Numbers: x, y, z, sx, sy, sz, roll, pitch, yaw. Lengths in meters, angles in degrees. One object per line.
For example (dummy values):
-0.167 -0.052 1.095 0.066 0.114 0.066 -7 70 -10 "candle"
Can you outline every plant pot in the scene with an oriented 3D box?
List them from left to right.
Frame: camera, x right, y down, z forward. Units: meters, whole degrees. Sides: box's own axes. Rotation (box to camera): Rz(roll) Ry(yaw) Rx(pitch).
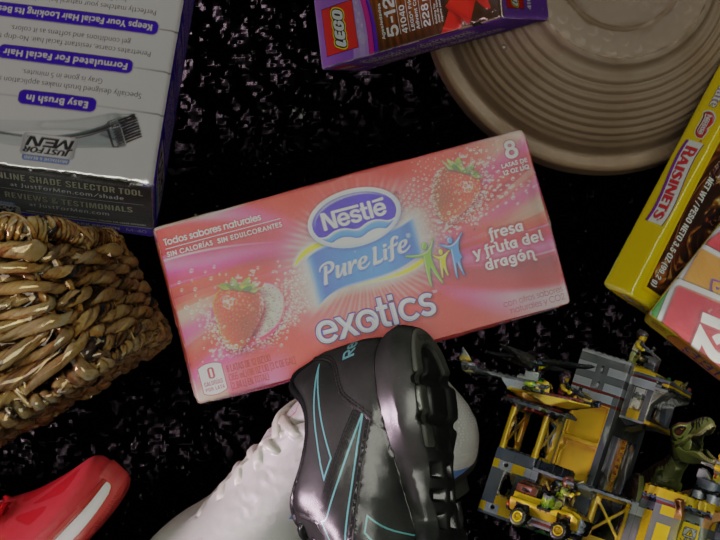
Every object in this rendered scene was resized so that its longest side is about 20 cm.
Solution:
0.135 -0.155 1.046 0.200 0.093 0.202 0 87 -3 "plant pot"

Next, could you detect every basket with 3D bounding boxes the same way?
-0.187 0.006 0.973 0.142 0.200 0.149 -31 88 -2 "basket"

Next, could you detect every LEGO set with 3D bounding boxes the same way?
0.149 0.090 0.988 0.153 0.200 0.116 16 85 36 "LEGO set"

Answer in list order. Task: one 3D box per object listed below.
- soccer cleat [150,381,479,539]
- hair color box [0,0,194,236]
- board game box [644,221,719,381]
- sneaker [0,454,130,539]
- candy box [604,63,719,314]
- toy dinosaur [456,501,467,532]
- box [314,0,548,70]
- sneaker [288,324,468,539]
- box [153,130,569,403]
-0.036 0.104 1.025 0.199 0.070 0.087 -24 115 2 "soccer cleat"
-0.146 -0.125 1.019 0.109 0.065 0.201 8 63 -1 "hair color box"
0.253 0.049 0.993 0.200 0.030 0.096 39 83 6 "board game box"
-0.227 0.140 1.028 0.200 0.078 0.116 -40 90 -4 "sneaker"
0.212 -0.058 1.047 0.102 0.026 0.201 31 86 -44 "candy box"
0.039 0.201 1.020 0.199 0.102 0.136 -25 90 2 "toy dinosaur"
0.026 -0.217 1.029 0.039 0.137 0.201 -4 86 -43 "box"
0.012 0.130 0.947 0.079 0.075 0.201 -10 78 19 "sneaker"
0.000 0.000 1.030 0.199 0.103 0.095 -15 87 -1 "box"
